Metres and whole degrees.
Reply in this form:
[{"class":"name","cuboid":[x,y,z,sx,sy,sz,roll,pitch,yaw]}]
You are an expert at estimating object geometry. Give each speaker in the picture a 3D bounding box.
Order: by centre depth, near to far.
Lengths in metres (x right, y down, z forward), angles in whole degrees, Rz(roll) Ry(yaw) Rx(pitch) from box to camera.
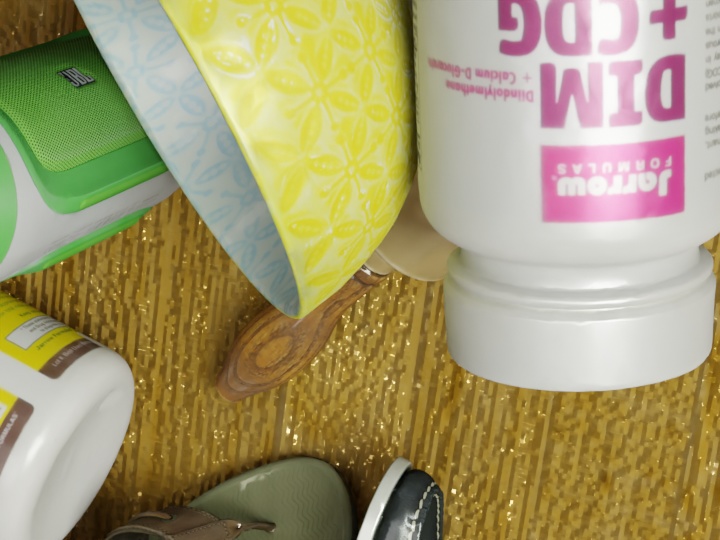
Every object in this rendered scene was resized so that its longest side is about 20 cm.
[{"class":"speaker","cuboid":[-0.135,-0.049,0.916,0.088,0.200,0.089,5,106,20]}]

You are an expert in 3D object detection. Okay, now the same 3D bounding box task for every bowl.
[{"class":"bowl","cuboid":[-0.030,-0.094,0.826,0.108,0.200,0.200,-31,92,-11]}]

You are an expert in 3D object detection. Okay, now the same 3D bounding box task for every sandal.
[{"class":"sandal","cuboid":[-0.093,0.144,0.990,0.201,0.057,0.080,-23,68,-4]}]

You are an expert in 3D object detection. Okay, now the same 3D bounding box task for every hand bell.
[{"class":"hand bell","cuboid":[0.000,0.000,0.956,0.104,0.104,0.200,50,128,3]}]

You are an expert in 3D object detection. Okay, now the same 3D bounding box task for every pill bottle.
[{"class":"pill bottle","cuboid":[0.075,-0.068,0.764,0.113,0.113,0.200,4,108,20]},{"class":"pill bottle","cuboid":[-0.212,0.046,1.022,0.200,0.109,0.109,27,112,13]}]

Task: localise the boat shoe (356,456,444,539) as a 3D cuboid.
[{"class":"boat shoe","cuboid":[0.024,0.177,0.989,0.060,0.076,0.200,15,121,18]}]
